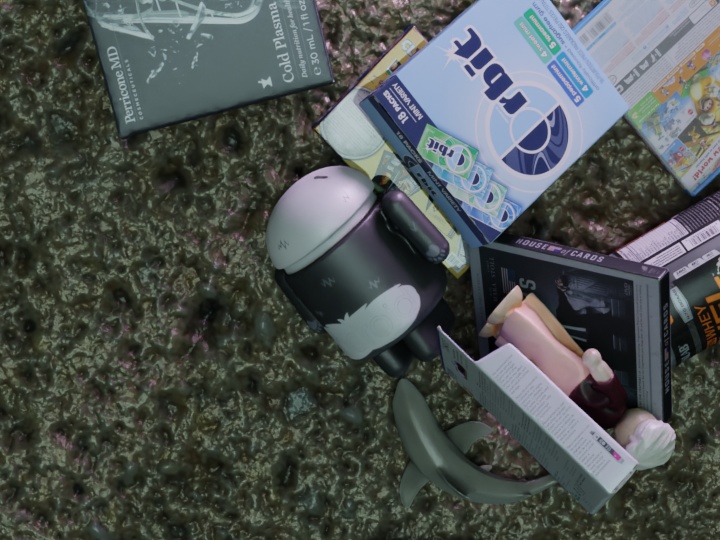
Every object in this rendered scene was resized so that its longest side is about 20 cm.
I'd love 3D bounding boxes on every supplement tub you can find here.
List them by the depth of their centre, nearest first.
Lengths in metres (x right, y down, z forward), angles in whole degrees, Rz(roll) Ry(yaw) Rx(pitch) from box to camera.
[{"bbox_3d":[0.310,0.011,1.246,0.198,0.123,0.123,-31,101,3],"label":"supplement tub"}]

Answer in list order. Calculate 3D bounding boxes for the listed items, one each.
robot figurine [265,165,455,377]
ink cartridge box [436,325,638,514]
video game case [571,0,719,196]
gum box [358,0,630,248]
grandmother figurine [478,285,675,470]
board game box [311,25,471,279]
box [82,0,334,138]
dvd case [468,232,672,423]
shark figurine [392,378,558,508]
[{"bbox_3d":[0.002,-0.001,1.219,0.150,0.125,0.201,-40,101,0],"label":"robot figurine"},{"bbox_3d":[0.153,0.126,1.172,0.043,0.197,0.200,-43,76,-6],"label":"ink cartridge box"},{"bbox_3d":[0.308,-0.193,1.265,0.143,0.018,0.200,-42,100,2],"label":"video game case"},{"bbox_3d":[0.125,-0.150,1.209,0.200,0.044,0.170,-43,99,-19],"label":"gum box"},{"bbox_3d":[0.198,0.100,1.176,0.200,0.121,0.061,43,76,10],"label":"grandmother figurine"},{"bbox_3d":[0.069,-0.111,1.250,0.135,0.035,0.200,-44,100,3],"label":"board game box"},{"bbox_3d":[-0.140,-0.241,1.169,0.194,0.124,0.203,-15,100,0],"label":"box"},{"bbox_3d":[0.190,0.048,1.207,0.025,0.198,0.152,-36,128,-41],"label":"dvd case"},{"bbox_3d":[0.119,0.201,1.282,0.212,0.090,0.130,18,99,-6],"label":"shark figurine"}]
